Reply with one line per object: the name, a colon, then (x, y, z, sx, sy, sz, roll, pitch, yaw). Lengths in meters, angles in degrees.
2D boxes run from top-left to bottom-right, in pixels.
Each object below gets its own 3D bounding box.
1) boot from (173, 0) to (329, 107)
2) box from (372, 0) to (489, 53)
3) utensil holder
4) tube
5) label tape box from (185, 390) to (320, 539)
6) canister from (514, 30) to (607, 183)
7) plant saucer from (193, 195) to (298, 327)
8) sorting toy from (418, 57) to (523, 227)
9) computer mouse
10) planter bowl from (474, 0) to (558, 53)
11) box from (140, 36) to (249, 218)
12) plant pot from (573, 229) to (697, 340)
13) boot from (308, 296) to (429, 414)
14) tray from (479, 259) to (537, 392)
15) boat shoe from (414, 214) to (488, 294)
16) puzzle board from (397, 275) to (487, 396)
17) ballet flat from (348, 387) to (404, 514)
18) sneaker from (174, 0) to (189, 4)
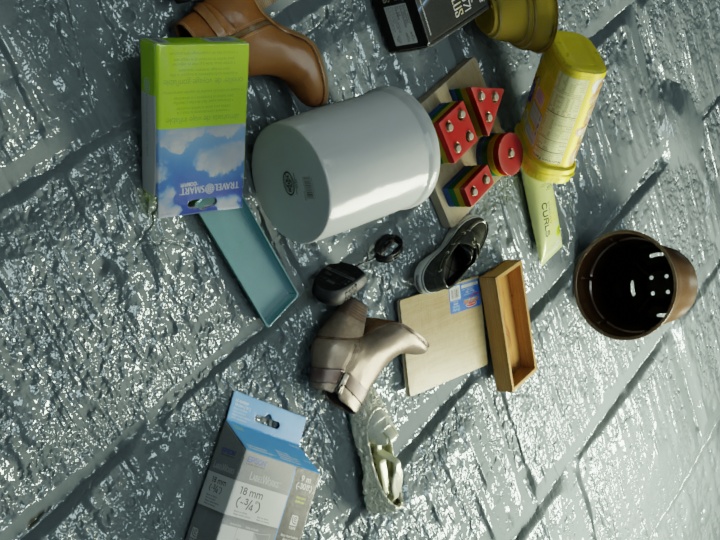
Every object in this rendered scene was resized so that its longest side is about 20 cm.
boot: (-0.133, -0.264, 1.202, 0.155, 0.076, 0.202, -46, 120, -34)
box: (0.088, -0.447, 1.405, 0.163, 0.085, 0.202, -39, 118, -37)
utensil holder: (-0.021, -0.139, 1.265, 0.199, 0.169, 0.172, -23, 109, -38)
tube: (0.322, -0.114, 1.689, 0.057, 0.052, 0.202, -16, 114, -1)
label tape box: (-0.129, 0.277, 1.253, 0.144, 0.063, 0.203, 29, 73, -43)
canister: (0.321, -0.266, 1.553, 0.085, 0.150, 0.202, 4, 129, -10)
plant saucer: (-0.149, -0.024, 1.245, 0.070, 0.019, 0.201, -47, 124, -32)
sorting toy: (0.176, -0.205, 1.520, 0.199, 0.069, 0.202, -45, 121, -34)
computer mouse: (0.000, 0.000, 1.377, 0.199, 0.058, 0.034, -33, 138, -43)
planter bowl: (0.223, -0.427, 1.502, 0.083, 0.200, 0.203, -21, 110, -11)
box: (-0.196, -0.170, 1.132, 0.121, 0.047, 0.203, -10, 116, -34)
plant pot: (0.539, 0.027, 1.821, 0.197, 0.198, 0.204, 0, 93, -51)
boot: (0.008, 0.134, 1.375, 0.199, 0.070, 0.148, 30, 70, -32)
tray: (0.252, 0.094, 1.630, 0.098, 0.037, 0.203, -28, 113, -51)
boat shoe: (0.158, -0.024, 1.517, 0.200, 0.056, 0.069, -44, 121, -40)
puzzle board: (0.132, 0.102, 1.535, 0.199, 0.017, 0.153, -15, 102, -44)
ballet flat: (0.032, 0.265, 1.412, 0.071, 0.071, 0.203, -20, 106, -42)
sneaker: (-0.180, -0.412, 1.157, 0.202, 0.067, 0.109, -50, 124, -34)
